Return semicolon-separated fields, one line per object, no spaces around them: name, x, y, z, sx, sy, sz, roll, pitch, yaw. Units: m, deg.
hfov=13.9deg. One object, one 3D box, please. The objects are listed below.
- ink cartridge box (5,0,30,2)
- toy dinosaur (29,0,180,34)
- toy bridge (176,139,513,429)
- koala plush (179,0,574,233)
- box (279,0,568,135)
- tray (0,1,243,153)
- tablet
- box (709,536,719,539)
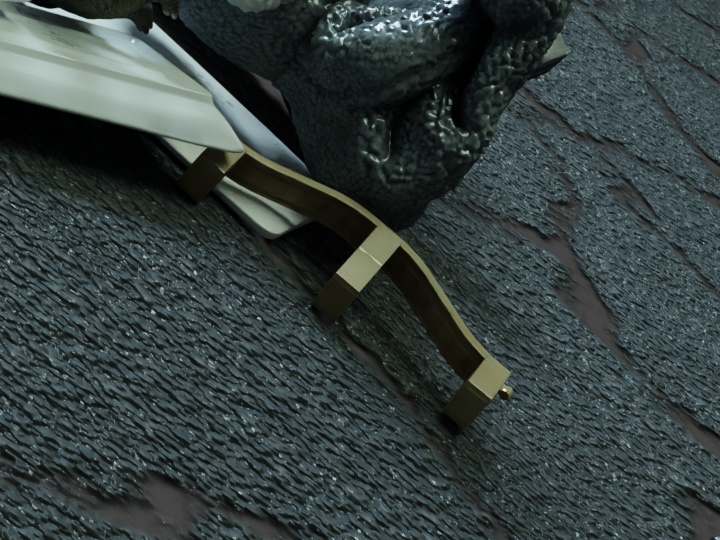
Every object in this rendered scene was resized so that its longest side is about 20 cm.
ink cartridge box;-0.221;-0.191;1.329;0.067;0.116;0.200;36;22;35
toy dinosaur;-0.141;-0.152;1.464;0.102;0.077;0.200;0;15;-25
toy bridge;0.000;0.000;1.503;0.200;0.027;0.067;40;34;0
koala plush;-0.021;-0.137;1.556;0.200;0.184;0.177;30;-2;-16
box;0.008;-0.184;1.687;0.200;0.161;0.049;67;-18;5
tray;-0.148;-0.105;1.427;0.107;0.022;0.200;37;16;37
tablet;-0.099;-0.094;1.576;0.200;0.014;0.130;43;17;6
box;0.216;0.231;1.302;0.200;0.104;0.148;29;20;-33
